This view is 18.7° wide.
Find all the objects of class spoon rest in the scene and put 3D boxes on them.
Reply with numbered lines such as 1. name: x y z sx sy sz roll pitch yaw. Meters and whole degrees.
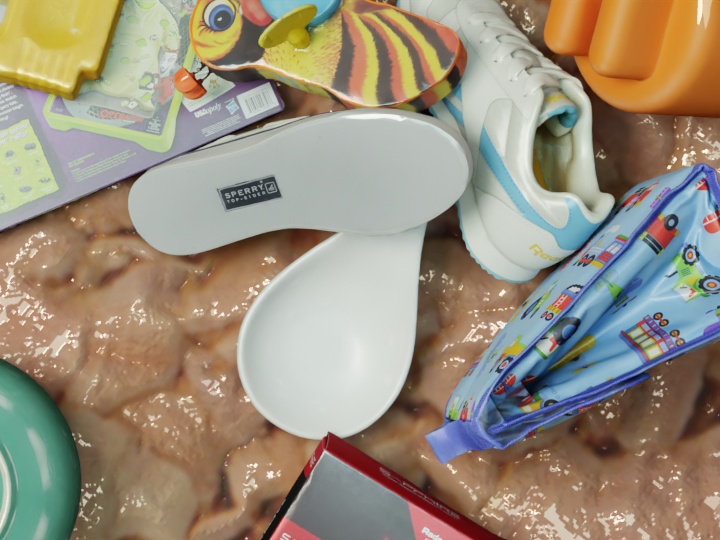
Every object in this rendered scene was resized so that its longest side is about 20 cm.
1. spoon rest: 0.000 0.000 1.241 0.099 0.061 0.200 25 84 -11

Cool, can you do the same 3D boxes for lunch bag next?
1. lunch bag: 0.118 0.038 1.206 0.200 0.151 0.094 -35 91 -6

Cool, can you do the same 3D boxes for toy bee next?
1. toy bee: -0.046 -0.128 1.208 0.200 0.131 0.109 33 90 34

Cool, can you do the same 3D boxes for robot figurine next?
1. robot figurine: 0.197 -0.140 1.214 0.200 0.144 0.117 -2 75 -38

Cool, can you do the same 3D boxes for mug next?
1. mug: -0.218 0.128 1.190 0.185 0.114 0.152 42 85 -2

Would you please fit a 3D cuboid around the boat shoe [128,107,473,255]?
1. boat shoe: -0.028 -0.052 1.206 0.200 0.066 0.072 -14 107 24

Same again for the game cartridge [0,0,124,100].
1. game cartridge: -0.221 -0.202 1.228 0.200 0.032 0.176 15 79 1

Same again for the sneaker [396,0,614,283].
1. sneaker: 0.083 -0.098 1.224 0.076 0.081 0.200 -4 70 -45

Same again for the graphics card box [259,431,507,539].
1. graphics card box: -0.019 0.208 1.225 0.125 0.051 0.200 32 95 -4

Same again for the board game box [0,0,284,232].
1. board game box: -0.157 -0.106 1.249 0.200 0.032 0.120 -23 94 -7
